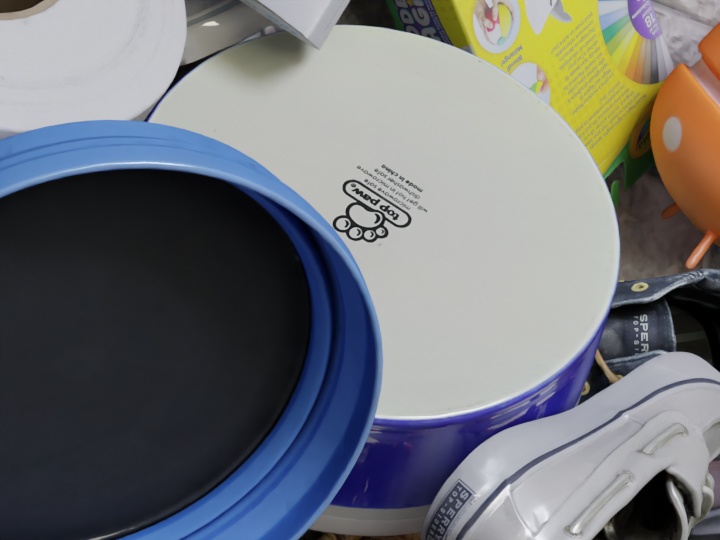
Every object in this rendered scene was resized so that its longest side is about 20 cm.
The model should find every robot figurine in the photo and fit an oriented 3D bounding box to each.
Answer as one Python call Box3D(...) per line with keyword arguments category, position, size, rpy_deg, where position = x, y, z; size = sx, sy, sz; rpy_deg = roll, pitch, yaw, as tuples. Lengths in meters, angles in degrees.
Box3D(category="robot figurine", position=(0.210, -0.081, 1.039), size=(0.144, 0.200, 0.116), rpy_deg=(53, 15, 32))

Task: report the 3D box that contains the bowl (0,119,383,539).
Box3D(category="bowl", position=(-0.092, 0.039, 0.786), size=(0.199, 0.202, 0.039), rpy_deg=(8, 31, -27))

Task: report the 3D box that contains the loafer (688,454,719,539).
Box3D(category="loafer", position=(0.125, 0.099, 1.042), size=(0.199, 0.072, 0.063), rpy_deg=(1, 56, -35))

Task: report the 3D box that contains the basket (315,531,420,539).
Box3D(category="basket", position=(0.035, 0.206, 0.890), size=(0.149, 0.142, 0.201), rpy_deg=(48, 61, -30))

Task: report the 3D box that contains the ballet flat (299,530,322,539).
Box3D(category="ballet flat", position=(-0.051, 0.087, 0.935), size=(0.199, 0.046, 0.068), rpy_deg=(-18, 89, -22))

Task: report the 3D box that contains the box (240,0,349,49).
Box3D(category="box", position=(-0.060, -0.207, 0.929), size=(0.199, 0.041, 0.157), rpy_deg=(32, 92, 7))

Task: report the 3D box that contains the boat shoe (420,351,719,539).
Box3D(category="boat shoe", position=(0.103, 0.084, 0.909), size=(0.066, 0.072, 0.199), rpy_deg=(38, 24, 23))

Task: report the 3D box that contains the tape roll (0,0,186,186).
Box3D(category="tape roll", position=(-0.179, -0.081, 0.828), size=(0.202, 0.139, 0.204), rpy_deg=(26, 37, -21))

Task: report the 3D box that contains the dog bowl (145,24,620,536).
Box3D(category="dog bowl", position=(0.000, 0.000, 0.936), size=(0.198, 0.079, 0.201), rpy_deg=(6, 51, -7))

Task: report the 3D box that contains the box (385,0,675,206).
Box3D(category="box", position=(0.075, -0.112, 1.043), size=(0.117, 0.048, 0.201), rpy_deg=(-42, 121, -32))

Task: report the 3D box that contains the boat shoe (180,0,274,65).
Box3D(category="boat shoe", position=(-0.034, -0.161, 1.003), size=(0.200, 0.072, 0.069), rpy_deg=(-45, 117, -30))

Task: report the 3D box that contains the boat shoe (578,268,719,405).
Box3D(category="boat shoe", position=(0.090, 0.032, 1.017), size=(0.199, 0.091, 0.071), rpy_deg=(-5, 79, -30))
